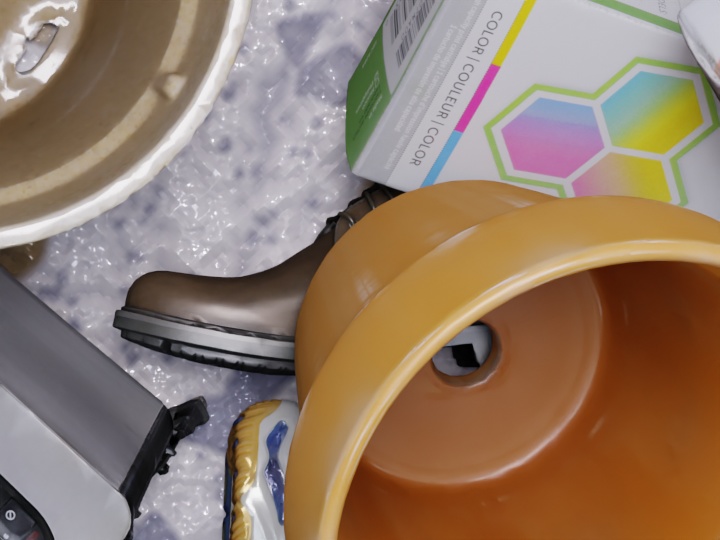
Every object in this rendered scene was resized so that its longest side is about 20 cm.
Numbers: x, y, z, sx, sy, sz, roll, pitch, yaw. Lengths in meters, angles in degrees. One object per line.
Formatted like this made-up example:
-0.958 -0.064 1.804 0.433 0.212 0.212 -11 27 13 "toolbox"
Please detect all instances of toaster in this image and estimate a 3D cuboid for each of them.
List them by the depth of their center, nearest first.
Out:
-0.164 0.095 0.902 0.119 0.200 0.181 44 97 -5 "toaster"

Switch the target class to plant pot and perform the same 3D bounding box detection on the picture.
0.059 0.054 0.851 0.200 0.183 0.200 -5 112 -14 "plant pot"
-0.149 -0.111 0.876 0.200 0.183 0.201 -1 93 -11 "plant pot"

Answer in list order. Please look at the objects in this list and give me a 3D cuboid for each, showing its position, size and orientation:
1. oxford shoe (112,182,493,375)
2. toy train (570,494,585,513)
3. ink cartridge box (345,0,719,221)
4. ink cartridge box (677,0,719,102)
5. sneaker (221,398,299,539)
0.000 0.000 0.965 0.200 0.073 0.085 -3 92 -17 "oxford shoe"
0.170 0.142 0.942 0.200 0.114 0.085 28 92 18 "toy train"
0.105 -0.062 0.934 0.200 0.059 0.104 18 128 -17 "ink cartridge box"
0.229 -0.086 0.870 0.200 0.050 0.162 -31 140 9 "ink cartridge box"
-0.012 0.153 0.967 0.088 0.075 0.200 4 91 -9 "sneaker"
